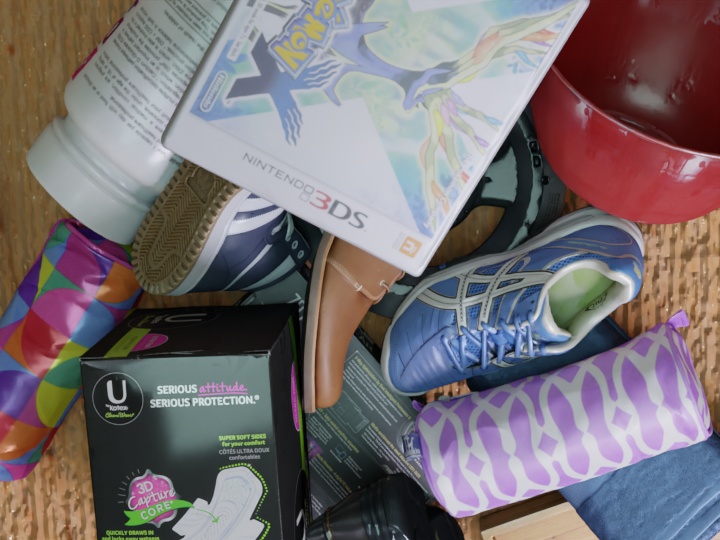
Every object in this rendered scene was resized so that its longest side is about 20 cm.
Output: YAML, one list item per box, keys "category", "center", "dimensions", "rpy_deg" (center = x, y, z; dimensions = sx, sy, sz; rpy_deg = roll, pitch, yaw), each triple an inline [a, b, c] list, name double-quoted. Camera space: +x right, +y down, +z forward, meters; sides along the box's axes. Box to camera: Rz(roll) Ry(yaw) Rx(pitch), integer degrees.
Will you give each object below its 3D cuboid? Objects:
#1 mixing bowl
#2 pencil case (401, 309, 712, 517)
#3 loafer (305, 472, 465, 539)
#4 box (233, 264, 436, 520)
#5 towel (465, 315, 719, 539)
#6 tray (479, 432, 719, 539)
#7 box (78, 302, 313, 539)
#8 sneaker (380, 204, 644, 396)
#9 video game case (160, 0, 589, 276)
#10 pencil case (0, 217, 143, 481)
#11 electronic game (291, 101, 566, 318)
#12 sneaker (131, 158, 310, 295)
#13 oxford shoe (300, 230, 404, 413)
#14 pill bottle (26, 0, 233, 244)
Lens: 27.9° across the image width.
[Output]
- category: "mixing bowl"
  center: [0.189, -0.104, 0.944]
  dimensions: [0.198, 0.201, 0.109]
  rpy_deg: [18, 136, -1]
- category: "pencil case"
  center: [0.132, 0.099, 0.961]
  dimensions: [0.198, 0.084, 0.086]
  rpy_deg: [-18, 56, 14]
- category: "loafer"
  center: [0.028, 0.200, 1.009]
  dimensions: [0.072, 0.073, 0.200]
  rpy_deg: [-17, 141, 15]
- category: "box"
  center: [-0.042, 0.115, 1.047]
  dimensions: [0.160, 0.044, 0.200]
  rpy_deg: [-42, 96, 8]
- category: "towel"
  center: [0.174, 0.113, 1.012]
  dimensions: [0.112, 0.048, 0.200]
  rpy_deg: [-44, 79, 10]
- category: "tray"
  center: [0.196, 0.197, 1.056]
  dimensions: [0.198, 0.037, 0.099]
  rpy_deg: [-20, 98, 5]
- category: "box"
  center: [-0.101, 0.134, 0.955]
  dimensions: [0.123, 0.149, 0.202]
  rpy_deg: [-2, 101, 5]
- category: "sneaker"
  center: [0.097, 0.026, 0.959]
  dimensions: [0.199, 0.077, 0.076]
  rpy_deg: [-32, 111, 14]
- category: "video game case"
  center: [0.007, -0.118, 0.849]
  dimensions: [0.181, 0.022, 0.201]
  rpy_deg: [26, 108, -16]
- category: "pencil case"
  center: [-0.227, 0.055, 1.026]
  dimensions: [0.088, 0.088, 0.201]
  rpy_deg: [35, 98, -4]
- category: "electronic game"
  center: [0.045, -0.064, 1.012]
  dimensions: [0.198, 0.042, 0.202]
  rpy_deg: [0, 92, 1]
- category: "sneaker"
  center: [-0.058, -0.061, 0.952]
  dimensions: [0.200, 0.108, 0.070]
  rpy_deg: [-49, 60, 23]
- category: "oxford shoe"
  center: [0.000, 0.000, 0.962]
  dimensions: [0.071, 0.071, 0.202]
  rpy_deg: [12, 93, -4]
- category: "pill bottle"
  center: [-0.126, -0.122, 0.974]
  dimensions: [0.113, 0.113, 0.200]
  rpy_deg: [41, 99, -5]
